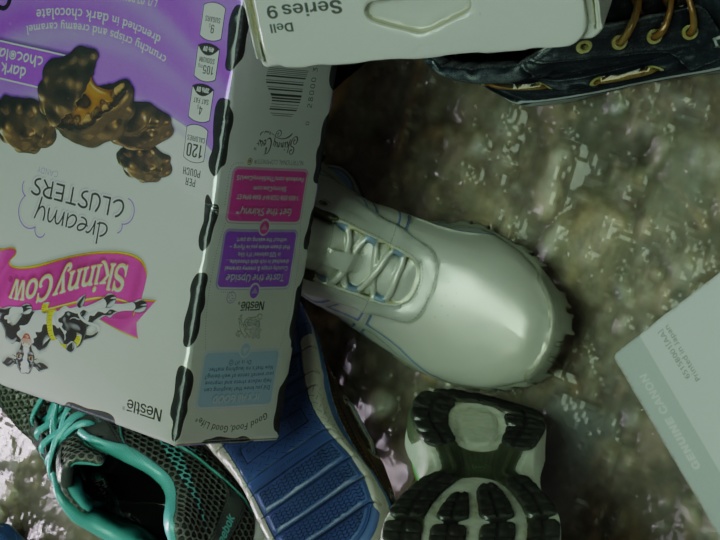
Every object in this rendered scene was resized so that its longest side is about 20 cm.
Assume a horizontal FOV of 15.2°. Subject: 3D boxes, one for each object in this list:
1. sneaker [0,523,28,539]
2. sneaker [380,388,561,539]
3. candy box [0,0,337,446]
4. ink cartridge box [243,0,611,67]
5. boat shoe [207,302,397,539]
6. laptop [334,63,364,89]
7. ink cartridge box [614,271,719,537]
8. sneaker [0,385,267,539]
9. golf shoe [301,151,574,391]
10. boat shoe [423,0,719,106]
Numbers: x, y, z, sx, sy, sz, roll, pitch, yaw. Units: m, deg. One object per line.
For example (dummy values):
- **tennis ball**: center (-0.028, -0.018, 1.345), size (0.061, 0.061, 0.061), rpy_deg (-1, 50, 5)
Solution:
- **sneaker**: center (-0.170, 0.177, 1.356), size (0.199, 0.076, 0.106), rpy_deg (-8, 85, 32)
- **sneaker**: center (0.049, 0.129, 1.176), size (0.077, 0.200, 0.089), rpy_deg (6, 114, 6)
- **candy box**: center (-0.104, -0.037, 1.216), size (0.167, 0.071, 0.201), rpy_deg (15, 100, 38)
- **ink cartridge box**: center (0.040, -0.166, 1.132), size (0.145, 0.200, 0.088), rpy_deg (-4, 119, 16)
- **boat shoe**: center (-0.031, 0.084, 1.265), size (0.072, 0.072, 0.200), rpy_deg (-30, 46, 6)
- **laptop**: center (-0.005, -0.230, 1.297), size (0.187, 0.116, 0.200), rpy_deg (-38, 99, 26)
- **ink cartridge box**: center (0.222, 0.070, 1.135), size (0.174, 0.043, 0.200), rpy_deg (-42, 69, 37)
- **sneaker**: center (-0.125, 0.084, 1.320), size (0.200, 0.091, 0.078), rpy_deg (36, 107, 27)
- **golf shoe**: center (0.000, 0.000, 1.242), size (0.200, 0.097, 0.079), rpy_deg (26, 101, 28)
- **boat shoe**: center (0.125, -0.116, 1.168), size (0.200, 0.091, 0.071), rpy_deg (-18, 81, 30)
